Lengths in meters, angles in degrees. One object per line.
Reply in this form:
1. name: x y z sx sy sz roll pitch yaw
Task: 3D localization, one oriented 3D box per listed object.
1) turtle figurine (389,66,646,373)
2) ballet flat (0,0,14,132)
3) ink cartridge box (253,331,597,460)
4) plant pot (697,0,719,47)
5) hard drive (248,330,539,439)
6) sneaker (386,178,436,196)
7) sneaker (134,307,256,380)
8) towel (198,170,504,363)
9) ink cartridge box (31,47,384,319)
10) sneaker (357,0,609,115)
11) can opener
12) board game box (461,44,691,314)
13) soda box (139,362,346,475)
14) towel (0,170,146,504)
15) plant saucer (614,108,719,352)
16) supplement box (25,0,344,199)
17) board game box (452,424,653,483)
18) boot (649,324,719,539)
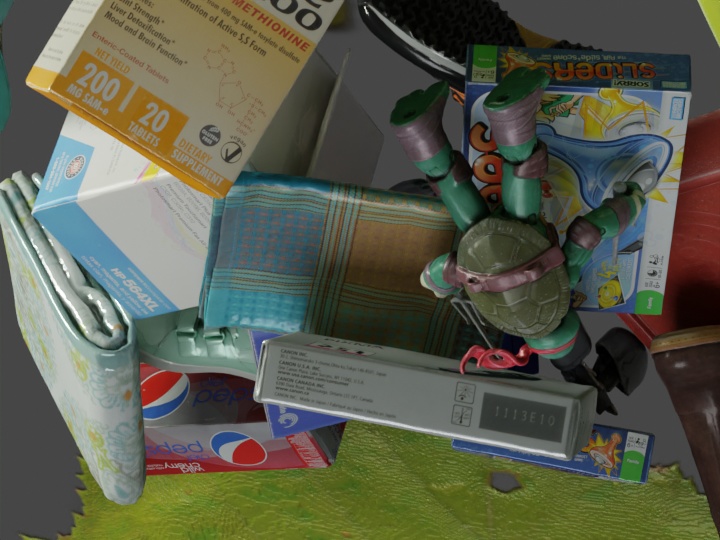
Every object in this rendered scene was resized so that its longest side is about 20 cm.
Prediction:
1. turtle figurine: 0.096 -0.019 1.460 0.150 0.101 0.200 -17 118 14
2. ballet flat: -0.266 -0.159 1.631 0.075 0.068 0.200 30 146 8
3. ink cartridge box: 0.050 0.075 1.563 0.200 0.044 0.174 10 -175 11
4. plant pot: 0.293 -0.161 1.310 0.181 0.199 0.200 -2 140 32
5. hard drive: 0.025 0.050 1.741 0.200 0.025 0.132 -14 140 -4
6. sneaker: 0.055 -0.042 1.639 0.200 0.088 0.074 -20 131 27
7. sneaker: -0.091 0.022 1.784 0.200 0.074 0.118 14 139 2
8. towel: 0.000 0.000 1.559 0.200 0.022 0.147 8 139 -2
9. ink cartridge box: -0.088 -0.067 1.619 0.200 0.129 0.125 -11 136 32
10. sneaker: 0.078 -0.115 1.544 0.200 0.070 0.090 23 139 -12
11. can opener: 0.147 0.032 1.713 0.053 0.067 0.200 40 168 40
12. board game box: 0.129 -0.053 1.527 0.135 0.034 0.200 3 138 3
13. soda box: -0.111 0.112 1.903 0.200 0.070 0.063 -4 138 25
14. towel: -0.203 0.045 1.768 0.048 0.200 0.171 -20 141 -15
15. plant saucer: 0.228 -0.013 1.647 0.200 0.037 0.200 -18 131 36
16. supplement box: -0.088 -0.160 1.445 0.126 0.200 0.074 31 177 -20
17. board game box: 0.134 0.123 1.762 0.135 0.034 0.200 11 176 3
18. boot: 0.256 0.134 1.671 0.072 0.166 0.200 -12 157 26
